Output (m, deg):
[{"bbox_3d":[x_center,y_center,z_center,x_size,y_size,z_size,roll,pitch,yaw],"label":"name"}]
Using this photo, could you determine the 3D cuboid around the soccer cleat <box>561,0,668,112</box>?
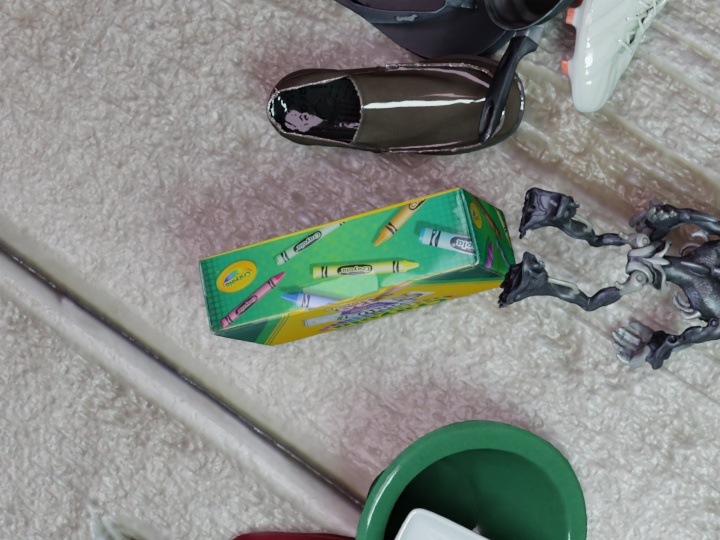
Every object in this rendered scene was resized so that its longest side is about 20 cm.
[{"bbox_3d":[0.197,-0.205,1.381,0.077,0.069,0.201,15,86,16],"label":"soccer cleat"}]

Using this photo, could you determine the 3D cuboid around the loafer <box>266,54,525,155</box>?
[{"bbox_3d":[0.020,-0.112,1.417,0.199,0.071,0.073,-3,100,21],"label":"loafer"}]

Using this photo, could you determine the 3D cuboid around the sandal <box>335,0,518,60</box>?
[{"bbox_3d":[0.023,-0.208,1.447,0.199,0.043,0.076,24,92,18],"label":"sandal"}]

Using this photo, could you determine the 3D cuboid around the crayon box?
[{"bbox_3d":[0.000,0.000,1.393,0.199,0.119,0.059,-15,80,16],"label":"crayon box"}]

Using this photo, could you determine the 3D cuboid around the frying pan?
[{"bbox_3d":[0.128,-0.187,1.359,0.115,0.031,0.191,-30,49,45],"label":"frying pan"}]

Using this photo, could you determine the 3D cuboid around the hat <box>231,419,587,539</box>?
[{"bbox_3d":[0.038,0.167,1.415,0.199,0.176,0.166,12,96,-23],"label":"hat"}]

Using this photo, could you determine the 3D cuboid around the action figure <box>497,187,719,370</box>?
[{"bbox_3d":[0.200,0.003,1.343,0.199,0.102,0.119,14,79,-8],"label":"action figure"}]

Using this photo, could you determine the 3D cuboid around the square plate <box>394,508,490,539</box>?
[{"bbox_3d":[0.069,0.279,1.338,0.199,0.028,0.199,26,94,-23],"label":"square plate"}]
